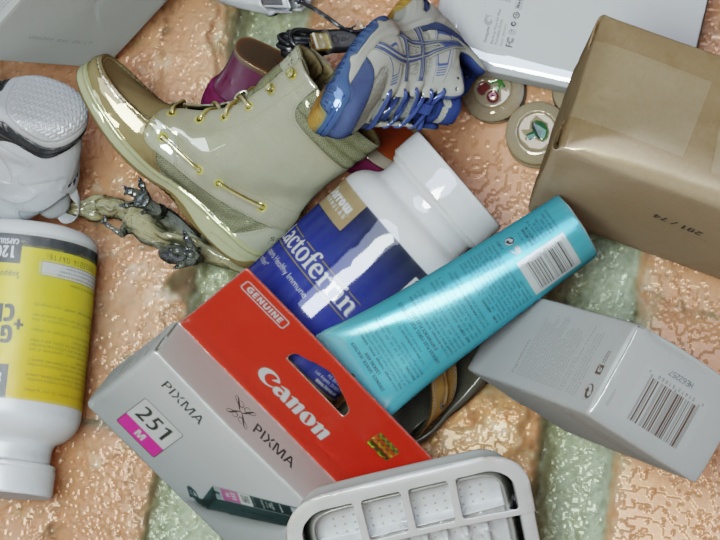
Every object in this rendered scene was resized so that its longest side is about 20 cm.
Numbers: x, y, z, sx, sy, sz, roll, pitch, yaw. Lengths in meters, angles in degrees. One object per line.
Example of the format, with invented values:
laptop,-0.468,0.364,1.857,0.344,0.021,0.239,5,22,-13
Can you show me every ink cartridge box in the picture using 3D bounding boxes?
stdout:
ink cartridge box,-0.071,0.117,1.386,0.200,0.044,0.173,46,132,-9

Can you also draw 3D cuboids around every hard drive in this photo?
hard drive,0.161,-0.202,1.488,0.198,0.026,0.133,13,81,11

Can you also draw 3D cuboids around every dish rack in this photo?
dish rack,0.044,0.212,1.379,0.170,0.044,0.201,-13,121,0

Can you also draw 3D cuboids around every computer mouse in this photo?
computer mouse,-0.077,-0.216,1.526,0.200,0.109,0.044,38,125,24

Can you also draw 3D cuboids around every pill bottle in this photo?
pill bottle,0.000,0.000,1.429,0.200,0.116,0.116,-43,75,3
pill bottle,-0.262,0.069,1.477,0.111,0.112,0.202,2,79,10

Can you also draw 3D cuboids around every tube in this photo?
tube,0.071,0.024,1.371,0.199,0.050,0.078,-34,86,-1

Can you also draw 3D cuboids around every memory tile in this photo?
memory tile,0.154,-0.157,1.502,0.153,0.017,0.200,-43,75,-1

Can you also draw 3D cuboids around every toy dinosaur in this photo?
toy dinosaur,-0.143,-0.025,1.488,0.199,0.088,0.048,29,82,14

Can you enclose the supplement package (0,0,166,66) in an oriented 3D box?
supplement package,-0.246,-0.283,1.494,0.151,0.151,0.201,-41,70,29

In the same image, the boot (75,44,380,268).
boot,-0.098,-0.119,1.444,0.200,0.072,0.155,45,114,-6

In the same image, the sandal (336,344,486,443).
sandal,0.035,0.082,1.454,0.200,0.055,0.082,-45,76,-1

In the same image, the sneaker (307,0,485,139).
sneaker,0.033,-0.135,1.396,0.088,0.200,0.075,40,127,1

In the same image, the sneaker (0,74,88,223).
sneaker,-0.296,-0.100,1.489,0.198,0.116,0.075,17,43,17

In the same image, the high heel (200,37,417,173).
high heel,-0.030,-0.098,1.516,0.199,0.096,0.068,35,46,1

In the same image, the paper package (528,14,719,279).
paper package,0.232,-0.074,1.373,0.198,0.191,0.104,19,77,3

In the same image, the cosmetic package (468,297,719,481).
cosmetic package,0.165,0.076,1.350,0.101,0.200,0.074,33,86,-21
